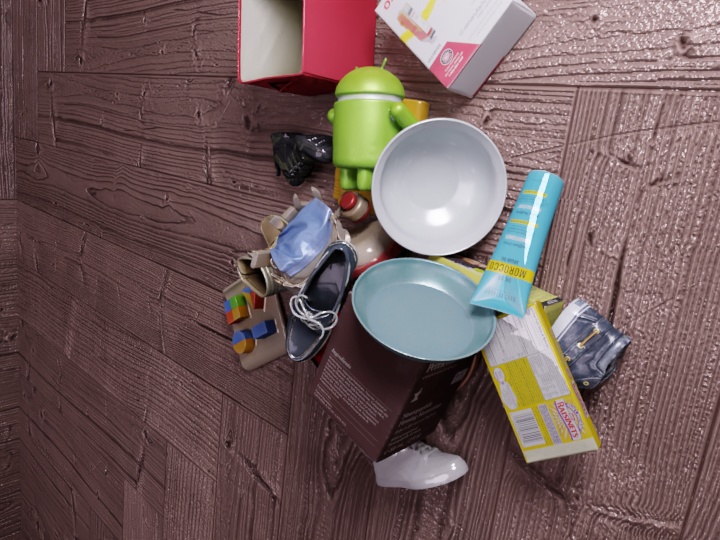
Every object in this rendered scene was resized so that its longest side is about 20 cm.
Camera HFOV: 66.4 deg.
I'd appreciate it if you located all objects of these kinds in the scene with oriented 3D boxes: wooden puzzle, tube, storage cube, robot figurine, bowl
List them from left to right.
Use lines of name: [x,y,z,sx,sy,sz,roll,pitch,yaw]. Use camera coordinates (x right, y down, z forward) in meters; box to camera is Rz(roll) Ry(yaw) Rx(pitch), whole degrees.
wooden puzzle: [-0.244,0.111,1.236,0.185,0.046,0.202,-29,76,40]
storage cube: [-0.092,-0.406,0.956,0.170,0.179,0.202,10,102,40]
robot figurine: [0.013,-0.230,0.884,0.175,0.115,0.202,11,103,49]
bowl: [0.113,-0.131,0.837,0.199,0.090,0.203,-1,109,-2]
tube: [0.219,-0.037,0.751,0.077,0.050,0.202,15,78,40]

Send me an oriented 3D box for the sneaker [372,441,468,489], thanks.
sneaker: [0.085,0.307,0.949,0.199,0.073,0.117,-22,84,42]

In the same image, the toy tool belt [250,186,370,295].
toy tool belt: [-0.078,-0.062,0.870,0.201,0.123,0.125,-53,46,-1]

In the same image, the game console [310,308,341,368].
game console: [-0.082,0.110,0.981,0.118,0.201,0.174,-1,54,22]

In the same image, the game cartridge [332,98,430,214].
game cartridge: [0.029,-0.201,0.969,0.175,0.032,0.202,19,106,39]

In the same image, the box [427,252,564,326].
box: [0.194,0.028,0.821,0.199,0.075,0.051,29,113,35]

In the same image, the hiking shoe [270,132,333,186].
hiking shoe: [-0.106,-0.213,1.066,0.199,0.075,0.102,25,119,51]

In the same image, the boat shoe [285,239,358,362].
boat shoe: [-0.061,0.050,0.809,0.074,0.062,0.201,31,102,4]

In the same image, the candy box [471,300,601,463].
candy box: [0.233,0.151,0.740,0.102,0.026,0.202,-25,82,33]

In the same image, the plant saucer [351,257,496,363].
plant saucer: [0.084,0.058,0.754,0.200,0.199,0.036,39,137,31]

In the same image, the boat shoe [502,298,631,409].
boat shoe: [0.279,0.144,0.759,0.091,0.070,0.201,43,120,32]

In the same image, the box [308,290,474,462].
box: [0.052,0.149,0.856,0.164,0.165,0.201,39,118,32]

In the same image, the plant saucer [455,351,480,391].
plant saucer: [0.115,0.112,0.928,0.199,0.032,0.203,6,100,41]

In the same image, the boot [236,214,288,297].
boot: [-0.182,-0.033,1.092,0.201,0.154,0.072,54,126,23]

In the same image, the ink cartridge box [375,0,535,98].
ink cartridge box: [0.134,-0.385,0.821,0.201,0.083,0.145,55,126,23]

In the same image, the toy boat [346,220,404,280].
toy boat: [0.000,0.000,0.977,0.199,0.131,0.131,-13,115,41]
